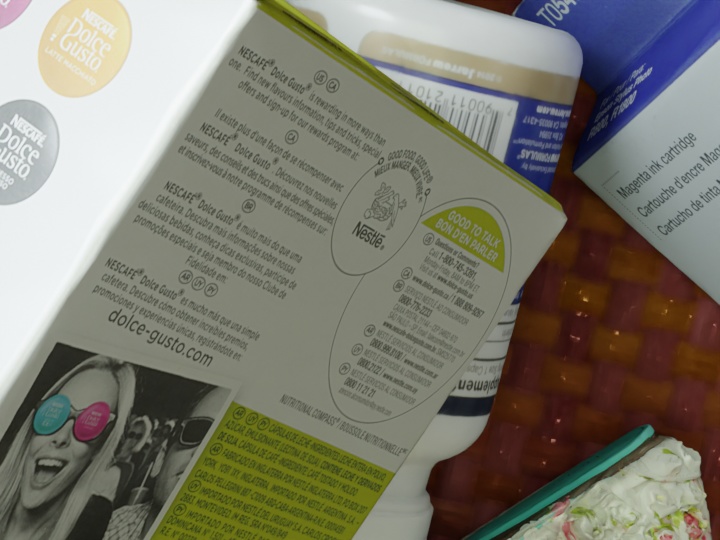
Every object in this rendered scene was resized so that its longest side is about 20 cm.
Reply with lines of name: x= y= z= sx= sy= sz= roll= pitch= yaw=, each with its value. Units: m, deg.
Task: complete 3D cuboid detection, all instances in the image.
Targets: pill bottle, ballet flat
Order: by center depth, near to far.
pill bottle: x=0.000 y=0.000 z=1.049 sx=0.116 sy=0.116 sz=0.200 roll=15 pitch=96 yaw=1
ballet flat: x=0.042 y=0.127 z=1.078 sx=0.200 sy=0.076 sz=0.064 roll=-29 pitch=92 yaw=6

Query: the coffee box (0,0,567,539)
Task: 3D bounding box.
coffee box: x=-0.097 y=-0.013 z=0.905 sx=0.200 sy=0.200 sz=0.198 roll=36 pitch=94 yaw=34

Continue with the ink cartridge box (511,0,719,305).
ink cartridge box: x=0.149 y=-0.047 z=1.008 sx=0.200 sy=0.196 sz=0.043 roll=40 pitch=64 yaw=-1
